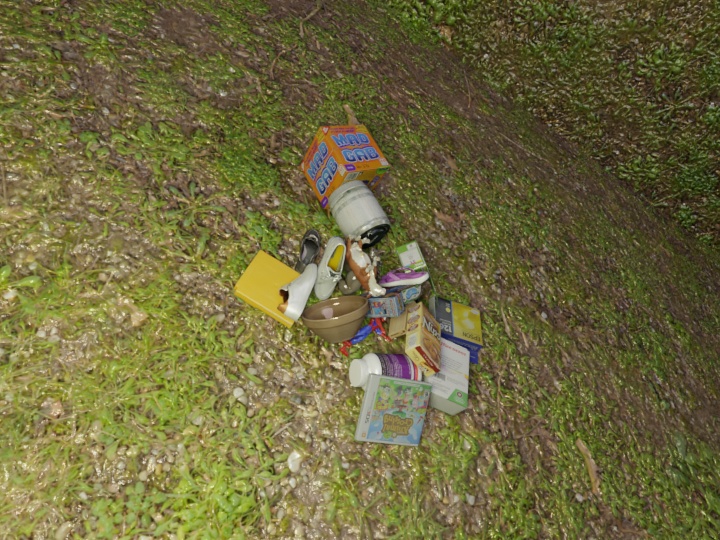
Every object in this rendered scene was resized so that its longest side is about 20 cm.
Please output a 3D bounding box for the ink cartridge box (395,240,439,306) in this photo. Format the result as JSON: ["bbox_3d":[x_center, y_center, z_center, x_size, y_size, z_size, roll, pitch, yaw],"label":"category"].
[{"bbox_3d":[0.194,0.022,1.717,0.075,0.148,0.201,-20,65,3],"label":"ink cartridge box"}]

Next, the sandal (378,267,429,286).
[{"bbox_3d":[0.132,0.013,1.615,0.082,0.202,0.050,-33,110,-44],"label":"sandal"}]

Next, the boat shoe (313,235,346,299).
[{"bbox_3d":[-0.084,0.005,1.504,0.074,0.203,0.086,15,17,-22],"label":"boat shoe"}]

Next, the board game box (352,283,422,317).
[{"bbox_3d":[0.089,0.093,1.555,0.199,0.199,0.062,-18,99,-31],"label":"board game box"}]

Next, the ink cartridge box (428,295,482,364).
[{"bbox_3d":[0.330,0.202,1.751,0.196,0.047,0.201,19,48,-20],"label":"ink cartridge box"}]

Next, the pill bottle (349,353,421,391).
[{"bbox_3d":[0.072,0.297,1.472,0.198,0.113,0.113,8,55,-28],"label":"pill bottle"}]

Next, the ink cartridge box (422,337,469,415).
[{"bbox_3d":[0.257,0.325,1.588,0.144,0.084,0.201,25,49,-14],"label":"ink cartridge box"}]

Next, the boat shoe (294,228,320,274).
[{"bbox_3d":[-0.161,-0.067,1.626,0.066,0.057,0.201,24,49,-13],"label":"boat shoe"}]

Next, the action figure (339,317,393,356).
[{"bbox_3d":[0.036,0.201,1.547,0.099,0.066,0.200,34,44,19],"label":"action figure"}]

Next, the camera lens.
[{"bbox_3d":[-0.004,-0.185,1.739,0.159,0.160,0.201,-16,68,-38],"label":"camera lens"}]

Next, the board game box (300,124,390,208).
[{"bbox_3d":[-0.058,-0.371,1.810,0.199,0.200,0.201,-16,67,-38],"label":"board game box"}]

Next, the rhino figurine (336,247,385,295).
[{"bbox_3d":[0.000,0.000,1.595,0.088,0.199,0.060,53,11,0],"label":"rhino figurine"}]

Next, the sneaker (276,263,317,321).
[{"bbox_3d":[-0.185,0.045,1.479,0.084,0.073,0.201,28,48,-12],"label":"sneaker"}]

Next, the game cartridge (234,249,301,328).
[{"bbox_3d":[-0.254,0.052,1.505,0.199,0.032,0.177,32,47,-6],"label":"game cartridge"}]

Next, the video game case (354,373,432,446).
[{"bbox_3d":[0.094,0.389,1.412,0.198,0.022,0.184,14,89,-24],"label":"video game case"}]

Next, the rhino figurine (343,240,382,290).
[{"bbox_3d":[-0.017,-0.021,1.669,0.200,0.087,0.060,51,20,10],"label":"rhino figurine"}]

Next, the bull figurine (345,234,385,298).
[{"bbox_3d":[0.011,-0.015,1.499,0.065,0.122,0.201,-23,66,-30],"label":"bull figurine"}]

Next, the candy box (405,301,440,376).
[{"bbox_3d":[0.189,0.202,1.518,0.116,0.055,0.201,51,28,-23],"label":"candy box"}]

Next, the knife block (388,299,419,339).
[{"bbox_3d":[0.139,0.122,1.635,0.199,0.064,0.177,2,65,-57],"label":"knife block"}]

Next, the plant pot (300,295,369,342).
[{"bbox_3d":[-0.067,0.148,1.476,0.200,0.200,0.094,-23,108,-40],"label":"plant pot"}]
